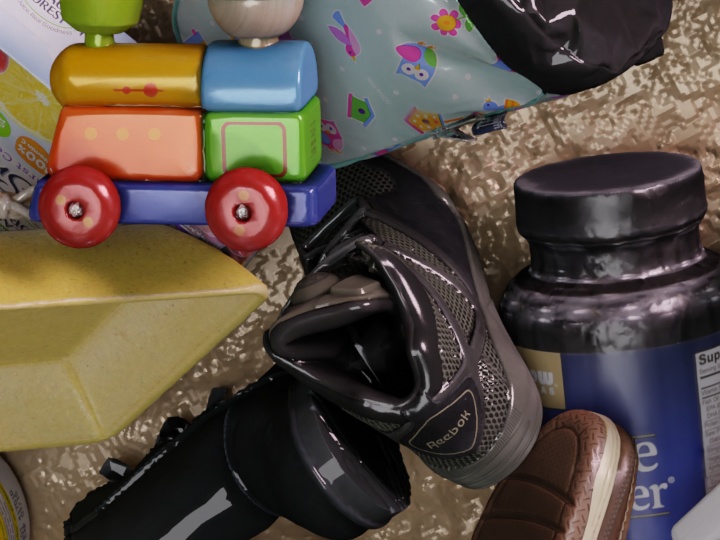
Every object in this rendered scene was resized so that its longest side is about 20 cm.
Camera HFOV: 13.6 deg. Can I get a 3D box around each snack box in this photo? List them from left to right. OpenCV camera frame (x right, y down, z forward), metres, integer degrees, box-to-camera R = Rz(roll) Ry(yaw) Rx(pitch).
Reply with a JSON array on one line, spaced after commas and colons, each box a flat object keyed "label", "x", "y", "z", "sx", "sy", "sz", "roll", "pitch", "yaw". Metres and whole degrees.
[{"label": "snack box", "x": -0.134, "y": -0.059, "z": 1.363, "sx": 0.200, "sy": 0.053, "sz": 0.142, "roll": 39, "pitch": 151, "yaw": -1}]

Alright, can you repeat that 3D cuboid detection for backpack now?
[{"label": "backpack", "x": 0.016, "y": -0.127, "z": 1.294, "sx": 0.200, "sy": 0.126, "sz": 0.167, "roll": -18, "pitch": 105, "yaw": 47}]

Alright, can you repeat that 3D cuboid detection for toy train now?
[{"label": "toy train", "x": -0.112, "y": -0.074, "z": 1.244, "sx": 0.199, "sy": 0.085, "sz": 0.116, "roll": 1, "pitch": 103, "yaw": 10}]

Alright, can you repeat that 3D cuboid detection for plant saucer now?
[{"label": "plant saucer", "x": -0.169, "y": 0.030, "z": 1.326, "sx": 0.200, "sy": 0.199, "sz": 0.049, "roll": -41, "pitch": 59, "yaw": 55}]

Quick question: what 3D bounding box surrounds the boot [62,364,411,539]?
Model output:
[{"label": "boot", "x": -0.062, "y": 0.106, "z": 1.359, "sx": 0.162, "sy": 0.198, "sz": 0.073, "roll": -36, "pitch": 103, "yaw": 8}]

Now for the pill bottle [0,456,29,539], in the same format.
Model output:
[{"label": "pill bottle", "x": -0.229, "y": 0.145, "z": 1.394, "sx": 0.109, "sy": 0.200, "sz": 0.110, "roll": 2, "pitch": 105, "yaw": 9}]

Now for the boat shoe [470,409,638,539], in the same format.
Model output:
[{"label": "boat shoe", "x": 0.082, "y": 0.159, "z": 1.308, "sx": 0.075, "sy": 0.075, "sz": 0.203, "roll": 17, "pitch": 103, "yaw": -28}]

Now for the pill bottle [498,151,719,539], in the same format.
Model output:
[{"label": "pill bottle", "x": 0.121, "y": 0.053, "z": 1.353, "sx": 0.111, "sy": 0.112, "sz": 0.201, "roll": -5, "pitch": 103, "yaw": 12}]

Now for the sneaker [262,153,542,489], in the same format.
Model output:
[{"label": "sneaker", "x": 0.000, "y": 0.000, "z": 1.318, "sx": 0.076, "sy": 0.200, "sz": 0.114, "roll": -40, "pitch": 137, "yaw": 16}]

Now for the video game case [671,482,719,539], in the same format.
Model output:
[{"label": "video game case", "x": 0.255, "y": 0.067, "z": 1.263, "sx": 0.200, "sy": 0.181, "sz": 0.023, "roll": -50, "pitch": 47, "yaw": 39}]
